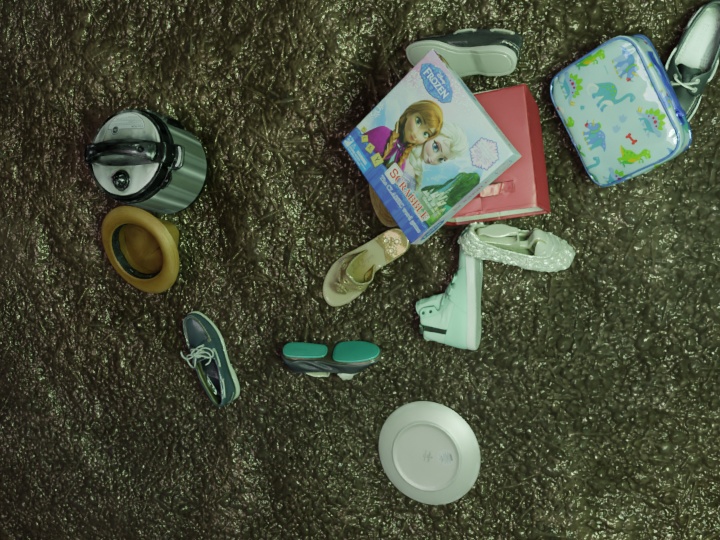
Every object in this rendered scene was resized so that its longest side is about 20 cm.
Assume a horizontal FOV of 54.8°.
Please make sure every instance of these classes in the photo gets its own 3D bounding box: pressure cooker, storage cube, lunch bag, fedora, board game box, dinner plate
[{"bbox_3d":[-0.397,-0.202,1.290,0.176,0.200,0.179,-42,74,11],"label":"pressure cooker"},{"bbox_3d":[0.198,-0.173,1.098,0.169,0.200,0.183,-6,90,21],"label":"storage cube"},{"bbox_3d":[0.396,-0.241,1.052,0.160,0.082,0.202,-28,86,44],"label":"lunch bag"},{"bbox_3d":[-0.424,-0.052,1.388,0.198,0.082,0.203,14,123,22],"label":"fedora"},{"bbox_3d":[0.097,-0.178,1.018,0.199,0.041,0.201,-42,73,24],"label":"board game box"},{"bbox_3d":[0.125,0.345,1.296,0.197,0.024,0.203,3,100,18],"label":"dinner plate"}]

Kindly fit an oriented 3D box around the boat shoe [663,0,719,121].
[{"bbox_3d":[0.490,-0.303,1.039,0.075,0.060,0.203,17,104,16],"label":"boat shoe"}]

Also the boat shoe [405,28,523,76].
[{"bbox_3d":[0.170,-0.365,1.145,0.198,0.074,0.061,10,61,34],"label":"boat shoe"}]

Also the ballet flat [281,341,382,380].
[{"bbox_3d":[-0.052,0.172,1.315,0.197,0.073,0.074,-1,99,14],"label":"ballet flat"}]

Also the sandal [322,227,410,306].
[{"bbox_3d":[-0.003,-0.005,1.261,0.211,0.070,0.078,-38,85,21],"label":"sandal"}]

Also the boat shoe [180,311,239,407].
[{"bbox_3d":[-0.313,0.180,1.407,0.074,0.062,0.202,-21,91,23],"label":"boat shoe"}]

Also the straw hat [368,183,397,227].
[{"bbox_3d":[0.089,-0.175,1.188,0.084,0.201,0.204,-3,100,-23],"label":"straw hat"}]

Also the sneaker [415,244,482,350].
[{"bbox_3d":[0.150,0.035,1.210,0.117,0.074,0.204,4,99,22],"label":"sneaker"}]

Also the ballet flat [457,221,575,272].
[{"bbox_3d":[0.259,-0.042,1.129,0.197,0.072,0.073,6,101,-1],"label":"ballet flat"}]
